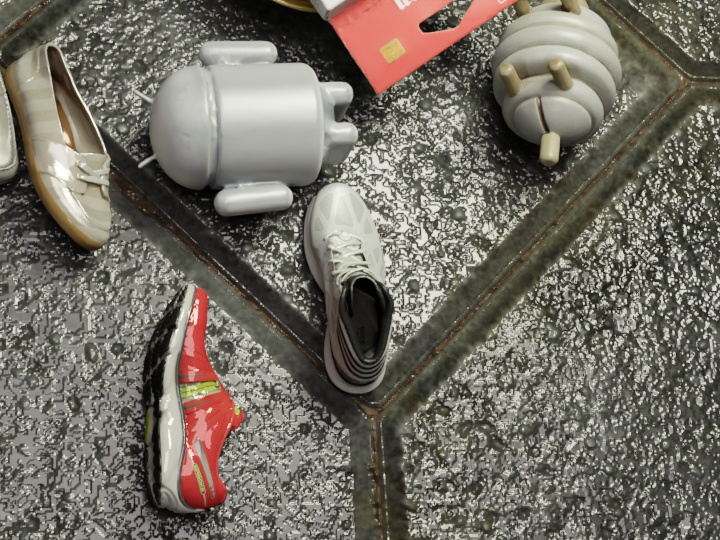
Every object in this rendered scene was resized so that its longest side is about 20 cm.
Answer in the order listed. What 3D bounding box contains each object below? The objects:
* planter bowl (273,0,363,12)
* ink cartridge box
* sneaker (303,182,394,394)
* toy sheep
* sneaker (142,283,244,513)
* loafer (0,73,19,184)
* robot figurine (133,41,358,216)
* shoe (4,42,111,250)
[{"bbox_3d":[-0.050,-0.332,1.740,0.200,0.083,0.201,2,79,-11],"label":"planter bowl"},{"bbox_3d":[0.047,-0.292,1.671,0.200,0.045,0.176,-35,87,-7],"label":"ink cartridge box"},{"bbox_3d":[0.000,0.000,1.618,0.075,0.115,0.201,-4,71,-14],"label":"sneaker"},{"bbox_3d":[0.185,-0.186,1.720,0.138,0.138,0.200,18,61,-6],"label":"toy sheep"},{"bbox_3d":[-0.143,0.113,1.577,0.085,0.077,0.201,7,75,-22],"label":"sneaker"},{"bbox_3d":[-0.357,-0.172,1.621,0.070,0.070,0.200,-19,76,-34],"label":"loafer"},{"bbox_3d":[-0.105,-0.131,1.643,0.199,0.113,0.170,-2,69,-14],"label":"robot figurine"},{"bbox_3d":[-0.265,-0.113,1.619,0.070,0.053,0.200,6,56,-59],"label":"shoe"}]
